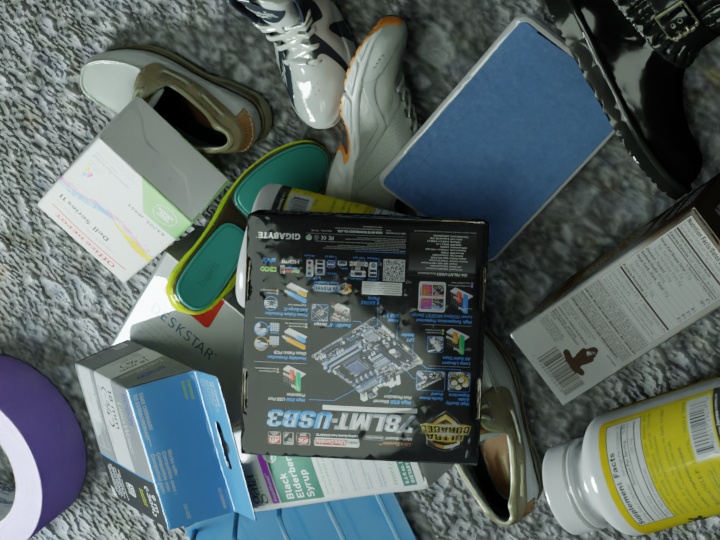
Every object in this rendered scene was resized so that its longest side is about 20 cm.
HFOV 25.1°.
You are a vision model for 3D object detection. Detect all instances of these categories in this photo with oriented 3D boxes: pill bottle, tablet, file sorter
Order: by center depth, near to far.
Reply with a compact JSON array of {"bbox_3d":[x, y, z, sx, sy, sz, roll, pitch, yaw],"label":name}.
[{"bbox_3d":[0.123,-0.108,1.363,0.130,0.014,0.200,35,118,-14],"label":"tablet"},{"bbox_3d":[0.259,0.162,1.377,0.199,0.111,0.112,-22,99,33],"label":"pill bottle"},{"bbox_3d":[0.000,0.000,1.396,0.199,0.113,0.113,14,117,4],"label":"pill bottle"},{"bbox_3d":[-0.050,0.275,1.526,0.199,0.123,0.139,-26,99,0],"label":"file sorter"}]

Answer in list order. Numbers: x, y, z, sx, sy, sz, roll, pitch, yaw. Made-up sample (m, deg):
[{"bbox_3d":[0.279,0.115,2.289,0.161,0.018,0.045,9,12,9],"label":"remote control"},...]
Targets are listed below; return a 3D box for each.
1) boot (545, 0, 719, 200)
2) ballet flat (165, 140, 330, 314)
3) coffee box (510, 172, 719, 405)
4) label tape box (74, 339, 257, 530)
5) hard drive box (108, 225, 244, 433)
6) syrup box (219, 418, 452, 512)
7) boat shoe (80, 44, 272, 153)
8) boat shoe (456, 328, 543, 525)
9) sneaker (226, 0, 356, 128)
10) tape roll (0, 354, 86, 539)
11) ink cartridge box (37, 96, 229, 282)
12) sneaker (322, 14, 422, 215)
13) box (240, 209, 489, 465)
[{"bbox_3d":[0.258,-0.170,1.263,0.157,0.080,0.212,-27,113,17],"label":"boot"},{"bbox_3d":[-0.108,-0.042,1.483,0.067,0.067,0.200,43,80,-11],"label":"ballet flat"},{"bbox_3d":[0.235,0.014,1.329,0.200,0.114,0.080,-38,90,32],"label":"coffee box"},{"bbox_3d":[-0.183,0.155,1.484,0.200,0.063,0.145,13,121,59],"label":"label tape box"},{"bbox_3d":[-0.157,0.085,1.580,0.156,0.077,0.200,38,122,8],"label":"hard drive box"},{"bbox_3d":[-0.019,0.155,1.435,0.199,0.081,0.079,-12,99,30],"label":"syrup box"},{"bbox_3d":[-0.183,-0.158,1.500,0.199,0.068,0.075,16,118,22],"label":"boat shoe"},{"bbox_3d":[0.110,0.133,1.454,0.074,0.068,0.201,-21,101,24],"label":"boat shoe"},{"bbox_3d":[-0.065,-0.210,1.378,0.079,0.129,0.201,9,111,26],"label":"sneaker"},{"bbox_3d":[-0.402,0.198,1.748,0.199,0.085,0.201,10,113,24],"label":"tape roll"},{"bbox_3d":[-0.223,-0.065,1.513,0.117,0.067,0.200,43,144,-10],"label":"ink cartridge box"},{"bbox_3d":[0.030,-0.125,1.410,0.091,0.076,0.201,18,125,11],"label":"sneaker"},{"bbox_3d":[0.003,0.054,1.319,0.198,0.050,0.200,2,96,5],"label":"box"}]
